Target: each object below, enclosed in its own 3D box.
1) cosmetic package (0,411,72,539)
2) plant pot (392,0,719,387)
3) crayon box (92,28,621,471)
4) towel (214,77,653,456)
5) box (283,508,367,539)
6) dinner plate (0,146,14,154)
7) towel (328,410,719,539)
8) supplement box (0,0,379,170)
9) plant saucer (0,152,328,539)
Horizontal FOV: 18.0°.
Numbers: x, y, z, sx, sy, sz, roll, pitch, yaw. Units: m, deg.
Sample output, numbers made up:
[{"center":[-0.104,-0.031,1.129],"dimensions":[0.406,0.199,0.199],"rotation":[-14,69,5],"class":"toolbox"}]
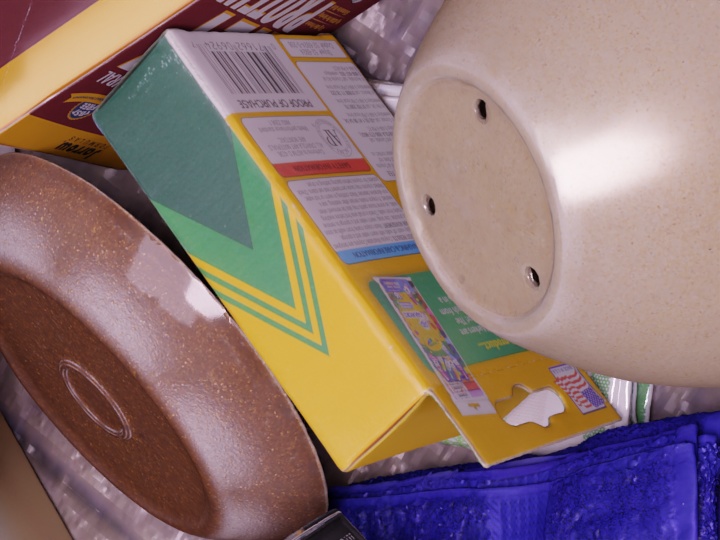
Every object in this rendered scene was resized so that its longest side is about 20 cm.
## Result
[{"center":[-0.212,0.098,1.032],"dimensions":[0.105,0.071,0.201],"rotation":[-35,78,22],"class":"cosmetic package"},{"center":[0.090,-0.043,0.756],"dimensions":[0.200,0.134,0.201],"rotation":[39,140,42],"class":"plant pot"},{"center":[0.000,0.000,0.863],"dimensions":[0.052,0.125,0.200],"rotation":[-44,73,25],"class":"crayon box"},{"center":[0.027,-0.004,0.932],"dimensions":[0.199,0.031,0.150],"rotation":[8,96,26],"class":"towel"},{"center":[0.010,0.214,0.838],"dimensions":[0.200,0.049,0.160],"rotation":[46,129,15],"class":"box"},{"center":[-0.254,-0.051,1.008],"dimensions":[0.198,0.024,0.202],"rotation":[1,68,-3],"class":"dinner plate"},{"center":[0.056,0.134,0.866],"dimensions":[0.199,0.049,0.149],"rotation":[-16,56,40],"class":"towel"},{"center":[-0.090,-0.179,0.905],"dimensions":[0.197,0.133,0.201],"rotation":[-32,79,14],"class":"supplement box"},{"center":[-0.096,0.042,0.917],"dimensions":[0.200,0.201,0.037],"rotation":[40,67,19],"class":"plant saucer"}]
